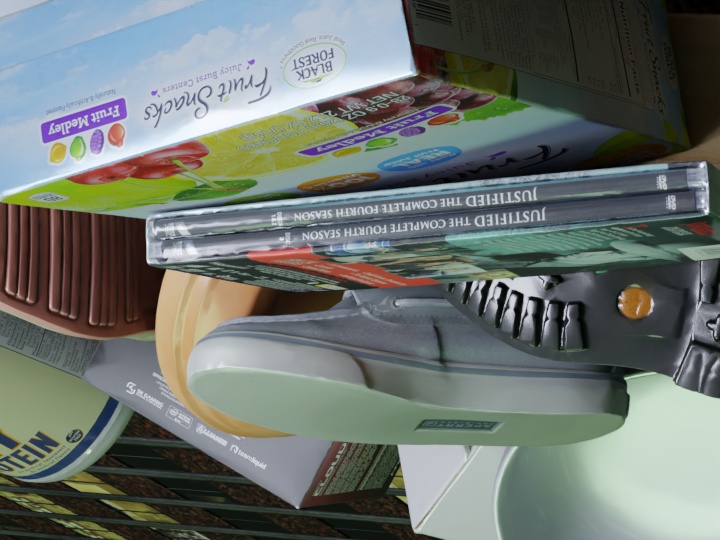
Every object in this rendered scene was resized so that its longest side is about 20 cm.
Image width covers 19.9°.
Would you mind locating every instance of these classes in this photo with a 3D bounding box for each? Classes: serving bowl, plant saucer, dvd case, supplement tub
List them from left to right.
[{"bbox_3d":[-0.237,0.033,1.201,0.145,0.146,0.200,-7,157,41],"label":"supplement tub"},{"bbox_3d":[0.000,0.000,0.924,0.037,0.200,0.200,44,-176,34],"label":"plant saucer"},{"bbox_3d":[0.042,-0.013,0.750,0.199,0.022,0.146,-4,174,20],"label":"dvd case"},{"bbox_3d":[0.165,0.100,0.992,0.199,0.066,0.201,6,130,7],"label":"serving bowl"}]

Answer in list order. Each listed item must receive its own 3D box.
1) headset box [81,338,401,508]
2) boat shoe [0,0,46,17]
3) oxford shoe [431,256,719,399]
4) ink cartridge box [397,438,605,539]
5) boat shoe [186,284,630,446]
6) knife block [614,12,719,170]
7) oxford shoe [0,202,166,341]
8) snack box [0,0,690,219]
[{"bbox_3d":[-0.057,0.067,1.176,0.148,0.075,0.200,29,-176,15],"label":"headset box"},{"bbox_3d":[-0.074,-0.115,0.797,0.199,0.070,0.066,-8,174,35],"label":"boat shoe"},{"bbox_3d":[0.106,0.003,0.851,0.199,0.073,0.084,24,-165,18],"label":"oxford shoe"},{"bbox_3d":[0.111,0.072,1.102,0.199,0.129,0.125,17,126,-22],"label":"ink cartridge box"},{"bbox_3d":[0.021,0.032,0.882,0.200,0.072,0.070,6,156,-21],"label":"boat shoe"},{"bbox_3d":[0.130,-0.062,0.777,0.175,0.064,0.200,10,179,0],"label":"knife block"},{"bbox_3d":[-0.123,0.002,0.912,0.074,0.071,0.200,-9,162,42],"label":"oxford shoe"},{"bbox_3d":[-0.003,-0.063,0.714,0.168,0.068,0.200,-13,171,32],"label":"snack box"}]
